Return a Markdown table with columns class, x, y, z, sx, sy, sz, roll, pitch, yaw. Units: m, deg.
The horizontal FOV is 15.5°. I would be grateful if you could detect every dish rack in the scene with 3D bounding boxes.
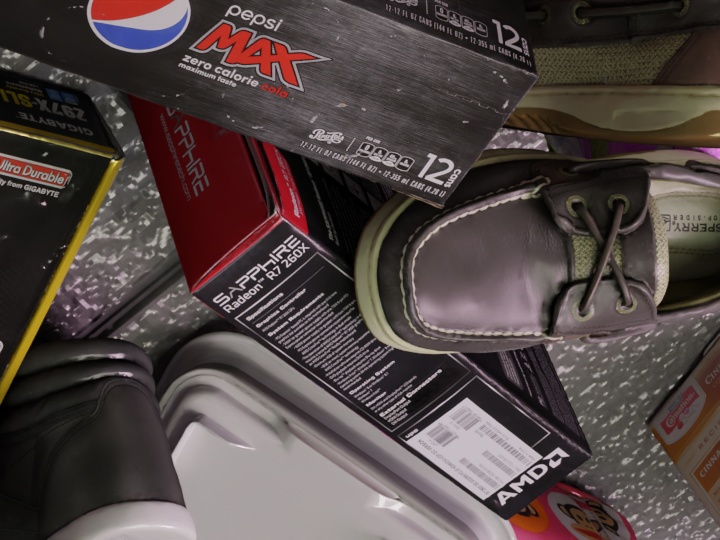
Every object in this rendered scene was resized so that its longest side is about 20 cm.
| class | x | y | z | sx | sy | sz | roll | pitch | yaw |
| --- | --- | --- | --- | --- | --- | --- | --- | --- | --- |
| dish rack | -0.047 | 0.144 | 1.087 | 0.201 | 0.171 | 0.044 | -60 | 170 | 21 |

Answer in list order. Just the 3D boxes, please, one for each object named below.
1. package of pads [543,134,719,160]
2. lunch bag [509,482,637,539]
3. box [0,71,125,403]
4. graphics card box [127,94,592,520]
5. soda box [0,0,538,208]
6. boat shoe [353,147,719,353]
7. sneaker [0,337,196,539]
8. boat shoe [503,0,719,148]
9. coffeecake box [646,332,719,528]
| class | x | y | z | sx | sy | sz | roll | pitch | yaw |
| --- | --- | --- | --- | --- | --- | --- | --- | --- | --- |
| package of pads | 0.144 | -0.128 | 1.031 | 0.154 | 0.068 | 0.201 | -15 | 129 | -17 |
| lunch bag | 0.022 | 0.164 | 1.186 | 0.199 | 0.082 | 0.176 | 23 | 116 | -34 |
| box | -0.209 | -0.010 | 0.961 | 0.199 | 0.049 | 0.160 | 14 | 119 | -33 |
| graphics card box | 0.000 | 0.000 | 1.016 | 0.051 | 0.126 | 0.200 | -39 | 132 | 16 |
| soda box | -0.043 | -0.094 | 0.888 | 0.199 | 0.064 | 0.071 | 18 | 130 | -24 |
| boat shoe | 0.088 | -0.010 | 0.969 | 0.200 | 0.066 | 0.072 | -9 | 98 | -40 |
| sneaker | -0.134 | 0.091 | 1.065 | 0.070 | 0.100 | 0.200 | 10 | 150 | -36 |
| boat shoe | 0.075 | -0.082 | 0.967 | 0.073 | 0.199 | 0.065 | 6 | 94 | -45 |
| coffeecake box | 0.240 | 0.126 | 1.178 | 0.153 | 0.200 | 0.073 | 23 | 112 | -37 |
